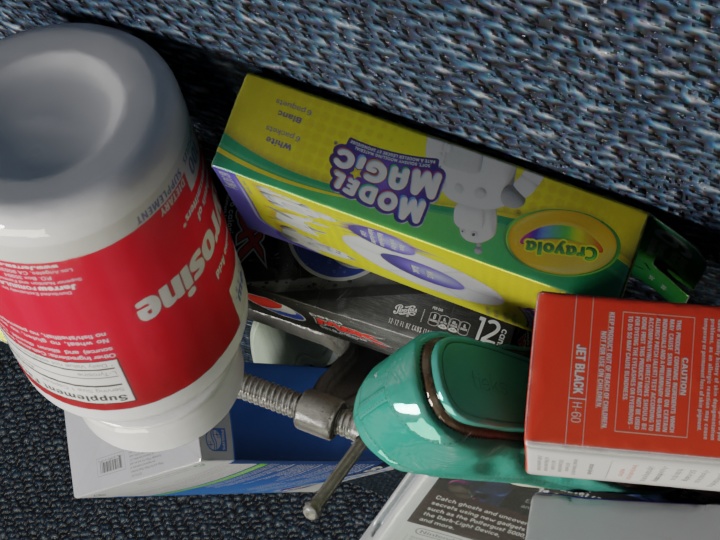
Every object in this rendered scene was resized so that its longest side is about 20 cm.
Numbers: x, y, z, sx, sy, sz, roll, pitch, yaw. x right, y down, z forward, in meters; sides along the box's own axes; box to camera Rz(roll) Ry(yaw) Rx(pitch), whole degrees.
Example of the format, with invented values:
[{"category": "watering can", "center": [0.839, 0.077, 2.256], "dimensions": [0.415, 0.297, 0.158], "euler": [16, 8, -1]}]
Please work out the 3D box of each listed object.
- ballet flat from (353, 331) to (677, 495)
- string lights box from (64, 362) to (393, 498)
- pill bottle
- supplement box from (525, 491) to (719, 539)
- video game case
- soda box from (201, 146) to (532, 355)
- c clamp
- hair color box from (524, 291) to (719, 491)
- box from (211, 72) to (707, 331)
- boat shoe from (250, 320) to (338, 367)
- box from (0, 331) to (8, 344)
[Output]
[{"category": "ballet flat", "center": [0.072, 0.067, 0.804], "dimensions": [0.070, 0.067, 0.200], "euler": [-25, 152, 39]}, {"category": "string lights box", "center": [-0.061, 0.094, 1.039], "dimensions": [0.103, 0.059, 0.200], "euler": [-19, 164, 36]}, {"category": "pill bottle", "center": [-0.113, -0.005, 0.800], "dimensions": [0.112, 0.112, 0.200], "euler": [18, 150, 22]}, {"category": "supplement box", "center": [0.146, 0.190, 0.856], "dimensions": [0.101, 0.103, 0.200], "euler": [1, 150, 21]}, {"category": "video game case", "center": [0.113, 0.141, 0.935], "dimensions": [0.200, 0.023, 0.182], "euler": [18, 139, -11]}, {"category": "soda box", "center": [0.000, 0.000, 0.886], "dimensions": [0.200, 0.063, 0.071], "euler": [17, 168, 24]}, {"category": "c clamp", "center": [-0.065, 0.042, 0.924], "dimensions": [0.200, 0.027, 0.171], "euler": [21, -150, 22]}, {"category": "hair color box", "center": [0.165, 0.054, 0.691], "dimensions": [0.200, 0.061, 0.102], "euler": [5, 168, 6]}, {"category": "box", "center": [0.043, -0.016, 0.762], "dimensions": [0.200, 0.048, 0.117], "euler": [18, 170, 8]}, {"category": "boat shoe", "center": [-0.019, 0.027, 1.085], "dimensions": [0.060, 0.076, 0.200], "euler": [-16, 170, -19]}, {"category": "box", "center": [-0.177, 0.011, 1.160], "dimensions": [0.075, 0.050, 0.200], "euler": [19, -169, 19]}]
